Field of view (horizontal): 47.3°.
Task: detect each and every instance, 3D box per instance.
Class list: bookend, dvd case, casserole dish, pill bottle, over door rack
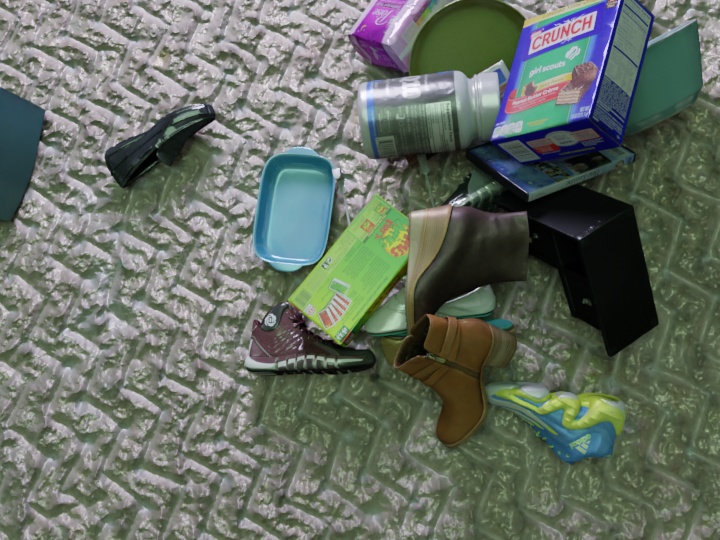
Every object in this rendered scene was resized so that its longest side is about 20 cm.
[{"bbox_3d":[0.303,-0.016,1.167,0.092,0.199,0.200,-31,31,-13],"label":"bookend"},{"bbox_3d":[0.272,-0.165,1.183,0.199,0.018,0.143,-21,41,-22],"label":"dvd case"},{"bbox_3d":[-0.101,-0.093,1.291,0.121,0.039,0.201,5,80,9],"label":"casserole dish"},{"bbox_3d":[0.102,-0.227,1.192,0.199,0.114,0.114,-5,78,8],"label":"pill bottle"},{"bbox_3d":[0.051,-0.070,1.248,0.147,0.067,0.201,-13,77,6],"label":"over door rack"}]

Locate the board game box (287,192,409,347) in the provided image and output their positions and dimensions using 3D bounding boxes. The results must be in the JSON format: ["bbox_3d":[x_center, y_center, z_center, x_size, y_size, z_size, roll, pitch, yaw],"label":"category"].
[{"bbox_3d":[0.000,0.000,1.184,0.102,0.048,0.200,39,88,13],"label":"board game box"}]

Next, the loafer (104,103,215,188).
[{"bbox_3d":[-0.318,-0.202,1.333,0.200,0.068,0.071,-28,84,7],"label":"loafer"}]

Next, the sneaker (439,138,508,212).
[{"bbox_3d":[0.174,-0.146,1.239,0.200,0.075,0.116,-28,66,-20],"label":"sneaker"}]

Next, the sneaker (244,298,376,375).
[{"bbox_3d":[-0.076,0.095,1.231,0.199,0.076,0.116,-2,75,9],"label":"sneaker"}]

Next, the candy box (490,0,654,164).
[{"bbox_3d":[0.279,-0.255,1.094,0.169,0.077,0.201,-4,61,52],"label":"candy box"}]

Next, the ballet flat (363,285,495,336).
[{"bbox_3d":[0.099,0.045,1.202,0.199,0.069,0.070,-10,77,-6],"label":"ballet flat"}]

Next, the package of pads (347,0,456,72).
[{"bbox_3d":[0.079,-0.415,1.292,0.120,0.076,0.200,29,82,48],"label":"package of pads"}]

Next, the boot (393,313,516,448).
[{"bbox_3d":[0.113,0.152,1.130,0.200,0.155,0.077,-62,34,23],"label":"boot"}]

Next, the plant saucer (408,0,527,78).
[{"bbox_3d":[0.172,-0.315,1.254,0.199,0.031,0.201,0,116,0],"label":"plant saucer"}]

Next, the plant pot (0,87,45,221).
[{"bbox_3d":[-0.621,-0.185,1.340,0.141,0.141,0.201,3,86,9],"label":"plant pot"}]

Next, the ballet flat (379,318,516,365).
[{"bbox_3d":[0.129,0.108,1.211,0.199,0.069,0.063,-3,105,11],"label":"ballet flat"}]

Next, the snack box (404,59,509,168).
[{"bbox_3d":[0.145,-0.237,1.257,0.200,0.024,0.072,-30,102,14],"label":"snack box"}]

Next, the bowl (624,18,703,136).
[{"bbox_3d":[0.409,-0.266,1.189,0.200,0.201,0.105,-29,97,2],"label":"bowl"}]

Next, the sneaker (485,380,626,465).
[{"bbox_3d":[0.266,0.216,1.154,0.199,0.076,0.105,7,91,20],"label":"sneaker"}]

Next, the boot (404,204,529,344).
[{"bbox_3d":[0.144,0.012,1.124,0.166,0.072,0.201,3,100,4],"label":"boot"}]
